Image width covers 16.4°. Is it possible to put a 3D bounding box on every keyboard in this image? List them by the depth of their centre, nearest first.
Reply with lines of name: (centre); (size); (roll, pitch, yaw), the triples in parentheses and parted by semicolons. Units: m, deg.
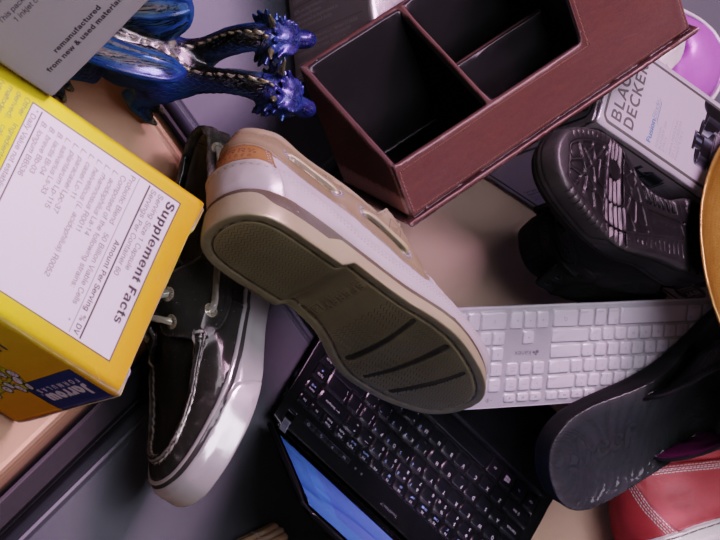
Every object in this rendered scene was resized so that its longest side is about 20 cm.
keyboard: (0.130, 0.045, 1.376); (0.199, 0.011, 0.057); (-2, 108, -31)

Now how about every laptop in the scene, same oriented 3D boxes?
laptop: (0.049, 0.107, 1.322); (0.177, 0.103, 0.200); (44, 59, -21)

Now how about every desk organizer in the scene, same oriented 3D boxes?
desk organizer: (0.073, -0.115, 1.306); (0.200, 0.072, 0.077); (-34, 124, -19)

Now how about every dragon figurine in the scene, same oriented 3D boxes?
dragon figurine: (-0.118, -0.116, 1.250); (0.199, 0.099, 0.059); (16, 71, -27)

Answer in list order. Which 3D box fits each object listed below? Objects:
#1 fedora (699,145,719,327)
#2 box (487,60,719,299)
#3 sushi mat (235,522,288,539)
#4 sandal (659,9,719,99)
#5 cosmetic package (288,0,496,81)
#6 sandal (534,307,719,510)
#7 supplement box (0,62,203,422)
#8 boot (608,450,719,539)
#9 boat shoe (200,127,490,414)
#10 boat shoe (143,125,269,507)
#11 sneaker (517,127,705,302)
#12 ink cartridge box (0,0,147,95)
fedora: (0.275, -0.010, 1.375); (0.200, 0.082, 0.202); (12, 70, -35)
box: (0.175, -0.050, 1.436); (0.200, 0.116, 0.060); (31, 63, -26)
sushi mat: (-0.103, 0.205, 1.250); (0.199, 0.012, 0.096); (-22, 94, -37)
sandal: (0.149, -0.131, 1.475); (0.202, 0.050, 0.083); (4, 78, -35)
cosmetic package: (0.017, -0.207, 1.377); (0.106, 0.090, 0.201); (3, 76, -34)
sandal: (0.188, 0.075, 1.387); (0.200, 0.048, 0.076); (-32, 117, -21)
supplement box: (-0.194, -0.029, 1.174); (0.200, 0.109, 0.109); (35, 62, -24)
boot: (0.221, 0.087, 1.472); (0.199, 0.072, 0.145); (-12, 86, -33)
boat shoe: (0.000, 0.000, 1.257); (0.200, 0.074, 0.069); (42, 39, -38)
boat shoe: (-0.086, 0.021, 1.269); (0.064, 0.071, 0.201); (27, 58, -29)
sneaker: (0.123, -0.018, 1.370); (0.199, 0.104, 0.060); (26, 60, -48)
ink cartridge box: (-0.195, -0.194, 1.138); (0.200, 0.083, 0.147); (35, 25, -31)
